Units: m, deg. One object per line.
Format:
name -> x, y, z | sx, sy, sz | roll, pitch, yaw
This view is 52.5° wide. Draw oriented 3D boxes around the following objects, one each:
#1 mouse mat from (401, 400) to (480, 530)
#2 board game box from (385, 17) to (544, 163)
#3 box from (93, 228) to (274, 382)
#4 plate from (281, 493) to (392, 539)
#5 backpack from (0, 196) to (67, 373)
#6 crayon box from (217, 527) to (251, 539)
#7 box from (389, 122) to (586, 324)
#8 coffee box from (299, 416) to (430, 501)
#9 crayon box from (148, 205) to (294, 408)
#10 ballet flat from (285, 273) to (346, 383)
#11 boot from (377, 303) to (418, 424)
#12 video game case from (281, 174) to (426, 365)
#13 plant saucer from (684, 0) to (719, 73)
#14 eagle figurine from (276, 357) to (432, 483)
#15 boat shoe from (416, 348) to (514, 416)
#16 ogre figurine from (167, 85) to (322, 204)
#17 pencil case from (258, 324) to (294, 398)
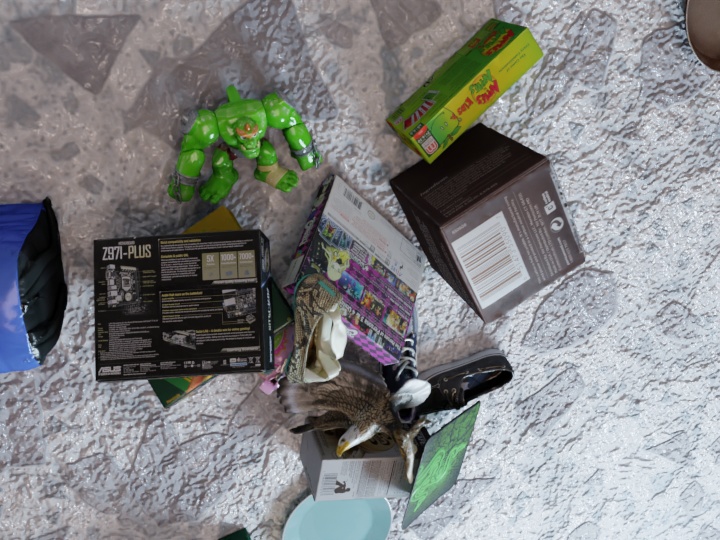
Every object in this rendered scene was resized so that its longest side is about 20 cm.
mouse mat -> 0.128, 0.297, 1.132 | 0.199, 0.007, 0.164 | -14, 122, -56
board game box -> 0.133, -0.239, 0.963 | 0.200, 0.102, 0.048 | -43, 120, 4
box -> -0.206, 0.044, 0.867 | 0.196, 0.086, 0.167 | -4, 84, 1
plate -> -0.041, 0.439, 1.251 | 0.196, 0.026, 0.204 | -7, 116, -15
backpack -> -0.427, 0.031, 0.841 | 0.165, 0.200, 0.165 | -12, 117, -13
crayon box -> -0.166, 0.554, 1.176 | 0.057, 0.173, 0.203 | -20, 118, -8
box -> 0.168, -0.070, 0.993 | 0.163, 0.200, 0.167 | -32, 120, -2
coffee box -> 0.014, 0.293, 1.154 | 0.196, 0.113, 0.081 | 3, 113, -20
crayon box -> -0.209, 0.047, 0.948 | 0.198, 0.058, 0.174 | -34, 86, -2
ballet flat -> -0.053, 0.093, 0.912 | 0.068, 0.075, 0.202 | -37, 151, -38
boot -> 0.065, 0.129, 1.110 | 0.071, 0.090, 0.204 | -7, 115, -15
video game case -> 0.000, 0.000, 0.999 | 0.036, 0.184, 0.199 | -19, 132, 43
plant saucer -> 0.552, -0.395, 1.072 | 0.196, 0.035, 0.204 | -7, 114, -16
eagle figurine -> -0.009, 0.203, 1.036 | 0.150, 0.198, 0.154 | -1, 111, -62
boat shoe -> 0.159, 0.193, 1.184 | 0.197, 0.066, 0.071 | -19, 118, -10
ogre figurine -> -0.149, -0.157, 0.915 | 0.196, 0.099, 0.121 | -3, 133, -1
pencil case -> -0.073, 0.089, 1.051 | 0.200, 0.088, 0.088 | -43, 119, 3
